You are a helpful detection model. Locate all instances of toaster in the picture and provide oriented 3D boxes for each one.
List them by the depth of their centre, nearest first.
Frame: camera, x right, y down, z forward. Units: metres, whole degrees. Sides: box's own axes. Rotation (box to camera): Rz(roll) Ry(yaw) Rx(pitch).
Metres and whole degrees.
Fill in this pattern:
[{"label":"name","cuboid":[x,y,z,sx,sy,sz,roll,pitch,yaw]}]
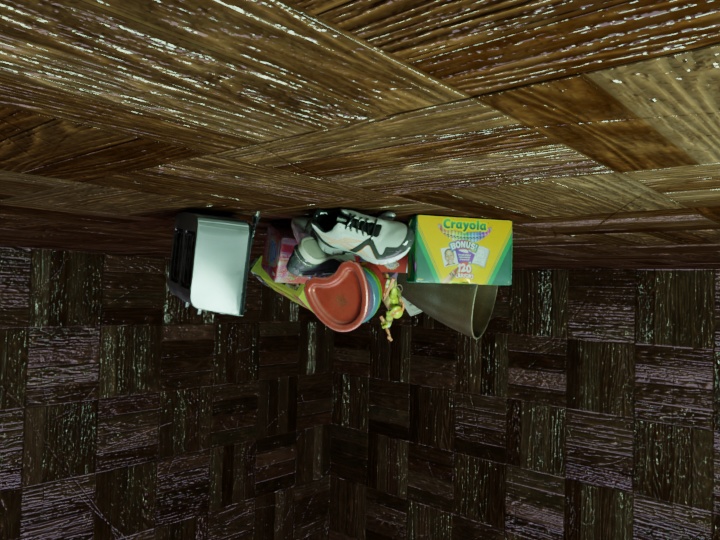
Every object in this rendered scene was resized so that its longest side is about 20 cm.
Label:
[{"label":"toaster","cuboid":[-0.286,-0.023,1.190,0.116,0.207,0.179,6,-176,-32]}]

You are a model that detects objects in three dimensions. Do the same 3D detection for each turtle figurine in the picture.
[{"label":"turtle figurine","cuboid":[0.059,0.041,1.340,0.062,0.164,0.203,-16,140,-10]}]

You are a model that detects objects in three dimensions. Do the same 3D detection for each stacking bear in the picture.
[{"label":"stacking bear","cuboid":[-0.007,0.037,1.169,0.119,0.117,0.200,-24,-179,20]}]

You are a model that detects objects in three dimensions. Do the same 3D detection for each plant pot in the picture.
[{"label":"plant pot","cuboid":[0.184,0.030,1.359,0.195,0.193,0.186,14,-176,26]}]

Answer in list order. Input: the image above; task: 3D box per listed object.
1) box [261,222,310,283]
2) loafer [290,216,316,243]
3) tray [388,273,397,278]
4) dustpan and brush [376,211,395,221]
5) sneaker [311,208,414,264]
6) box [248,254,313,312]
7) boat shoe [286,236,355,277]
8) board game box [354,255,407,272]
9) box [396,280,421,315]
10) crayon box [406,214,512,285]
[{"label":"box","cuboid":[-0.106,-0.034,1.351,0.195,0.106,0.094,4,-159,-32]},{"label":"loafer","cuboid":[-0.088,-0.038,1.264,0.062,0.073,0.202,21,150,27]},{"label":"tray","cuboid":[0.127,-0.015,1.609,0.199,0.022,0.107,-41,161,6]},{"label":"dustpan and brush","cuboid":[0.027,-0.081,1.162,0.135,0.059,0.200,11,-178,-15]},{"label":"sneaker","cuboid":[-0.002,-0.063,1.065,0.194,0.076,0.080,4,150,27]},{"label":"box","cuboid":[-0.173,0.028,1.439,0.197,0.051,0.076,24,162,40]},{"label":"boat shoe","cuboid":[-0.075,-0.023,1.181,0.063,0.073,0.199,-43,164,20]},{"label":"board game box","cuboid":[0.103,-0.044,1.300,0.194,0.042,0.153,1,-156,22]},{"label":"box","cuboid":[0.181,0.014,1.531,0.198,0.096,0.077,-34,-178,-34]},{"label":"crayon box","cuboid":[0.185,-0.036,1.161,0.193,0.123,0.058,2,178,-14]}]
